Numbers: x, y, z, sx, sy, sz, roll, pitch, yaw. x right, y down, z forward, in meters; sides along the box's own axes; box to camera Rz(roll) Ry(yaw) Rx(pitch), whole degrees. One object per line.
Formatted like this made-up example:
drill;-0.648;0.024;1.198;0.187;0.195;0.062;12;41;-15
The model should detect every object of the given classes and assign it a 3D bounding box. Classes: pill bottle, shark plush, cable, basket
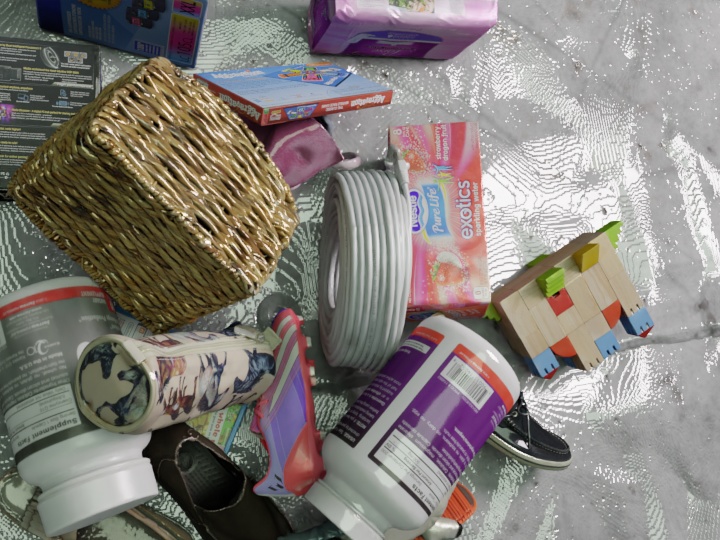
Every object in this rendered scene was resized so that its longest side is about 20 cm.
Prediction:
pill bottle;-0.252;0.118;0.680;0.113;0.114;0.201;-17;75;-19
shark plush;0.017;0.240;0.758;0.199;0.083;0.091;-28;120;-18
pill bottle;0.044;0.146;0.683;0.112;0.112;0.200;43;76;-5
cable;0.000;0.000;0.767;0.069;0.200;0.201;3;54;-11
basket;-0.173;-0.066;0.681;0.200;0.149;0.143;48;42;-24

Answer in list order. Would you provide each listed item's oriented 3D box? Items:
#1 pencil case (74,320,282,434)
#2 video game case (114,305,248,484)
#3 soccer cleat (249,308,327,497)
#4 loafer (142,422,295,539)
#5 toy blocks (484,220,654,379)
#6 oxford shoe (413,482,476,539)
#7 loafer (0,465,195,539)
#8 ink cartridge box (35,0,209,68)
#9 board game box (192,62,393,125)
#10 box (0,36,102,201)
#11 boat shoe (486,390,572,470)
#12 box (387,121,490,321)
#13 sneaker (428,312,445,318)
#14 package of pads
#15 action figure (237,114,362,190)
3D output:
pencil case;-0.152;0.087;0.668;0.078;0.200;0.090;38;104;20
video game case;-0.217;0.127;0.772;0.199;0.018;0.144;25;72;-11
soccer cleat;-0.078;0.125;0.763;0.076;0.067;0.201;-10;56;-5
loafer;-0.129;0.223;0.733;0.200;0.071;0.073;48;65;-20
toy blocks;0.244;0.053;0.895;0.199;0.100;0.137;-32;98;-9
oxford shoe;0.034;0.275;0.802;0.199;0.073;0.071;-12;43;-31
loafer;-0.243;0.233;0.717;0.199;0.063;0.072;27;74;-10
ink cartridge box;-0.253;-0.294;0.783;0.199;0.136;0.077;13;70;-14
board game box;-0.065;-0.188;0.805;0.103;0.020;0.200;32;33;29
box;-0.363;-0.151;0.769;0.199;0.044;0.161;0;79;-17
boat shoe;0.156;0.152;0.846;0.199;0.075;0.062;34;105;-4
box;0.083;-0.051;0.842;0.102;0.095;0.201;-2;76;4
sneaker;0.060;0.148;0.786;0.090;0.067;0.201;34;91;23
package of pads;0.045;-0.294;0.883;0.199;0.120;0.076;-3;85;-18
action figure;-0.117;-0.088;0.818;0.149;0.134;0.201;41;67;-34
